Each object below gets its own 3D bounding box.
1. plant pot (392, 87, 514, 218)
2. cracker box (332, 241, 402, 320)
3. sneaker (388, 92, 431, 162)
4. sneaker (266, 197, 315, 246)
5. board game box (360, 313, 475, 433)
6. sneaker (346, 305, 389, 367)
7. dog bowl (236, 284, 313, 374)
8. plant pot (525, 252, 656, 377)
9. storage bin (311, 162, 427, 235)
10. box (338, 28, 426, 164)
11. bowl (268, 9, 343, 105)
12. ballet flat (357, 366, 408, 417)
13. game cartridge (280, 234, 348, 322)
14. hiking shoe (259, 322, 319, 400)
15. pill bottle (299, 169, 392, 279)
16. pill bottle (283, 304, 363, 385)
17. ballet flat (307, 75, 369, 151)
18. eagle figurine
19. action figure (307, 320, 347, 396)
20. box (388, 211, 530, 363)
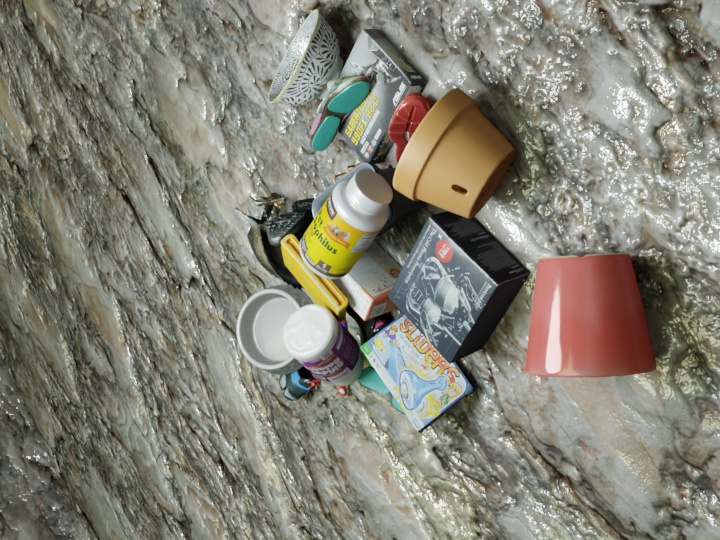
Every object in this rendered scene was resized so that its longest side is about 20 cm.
[{"bbox_3d":[0.167,-0.183,1.474,0.139,0.200,0.202,35,127,12],"label":"plant pot"},{"bbox_3d":[0.000,0.000,1.725,0.200,0.133,0.058,46,131,28],"label":"cracker box"},{"bbox_3d":[0.090,-0.278,1.537,0.201,0.077,0.117,96,179,-67],"label":"sneaker"},{"bbox_3d":[-0.126,-0.083,1.802,0.075,0.200,0.092,-1,111,26],"label":"sneaker"},{"bbox_3d":[0.108,0.189,1.682,0.135,0.034,0.201,-37,70,1],"label":"board game box"},{"bbox_3d":[0.025,0.098,1.770,0.083,0.076,0.203,-14,102,55],"label":"sneaker"},{"bbox_3d":[-0.190,0.131,1.953,0.197,0.059,0.204,-2,84,23],"label":"dog bowl"},{"bbox_3d":[0.349,0.067,1.352,0.199,0.198,0.181,-4,89,46],"label":"plant pot"},{"bbox_3d":[0.021,-0.130,1.666,0.199,0.133,0.147,-31,79,45],"label":"storage bin"},{"bbox_3d":[0.023,-0.329,1.668,0.159,0.048,0.201,51,132,22],"label":"box"},{"bbox_3d":[-0.094,-0.397,1.713,0.201,0.093,0.202,-52,22,31],"label":"bowl"},{"bbox_3d":[0.078,0.253,1.770,0.199,0.068,0.075,21,161,45],"label":"ballet flat"},{"bbox_3d":[-0.091,0.022,1.740,0.177,0.032,0.200,50,171,7],"label":"game cartridge"},{"bbox_3d":[-0.160,0.192,2.007,0.086,0.074,0.202,-28,83,27],"label":"hiking shoe"},{"bbox_3d":[-0.023,-0.083,1.548,0.110,0.108,0.201,55,134,19],"label":"pill bottle"},{"bbox_3d":[-0.066,0.157,1.741,0.111,0.200,0.114,-11,60,19],"label":"pill bottle"},{"bbox_3d":[-0.050,-0.316,1.674,0.200,0.068,0.072,-52,45,42],"label":"ballet flat"},{"bbox_3d":[-0.186,-0.062,1.910,0.149,0.151,0.204,5,101,24],"label":"eagle figurine"},{"bbox_3d":[-0.068,0.180,1.880,0.065,0.098,0.204,0,104,47],"label":"action figure"},{"bbox_3d":[0.173,0.026,1.575,0.182,0.103,0.202,46,130,25],"label":"box"}]
